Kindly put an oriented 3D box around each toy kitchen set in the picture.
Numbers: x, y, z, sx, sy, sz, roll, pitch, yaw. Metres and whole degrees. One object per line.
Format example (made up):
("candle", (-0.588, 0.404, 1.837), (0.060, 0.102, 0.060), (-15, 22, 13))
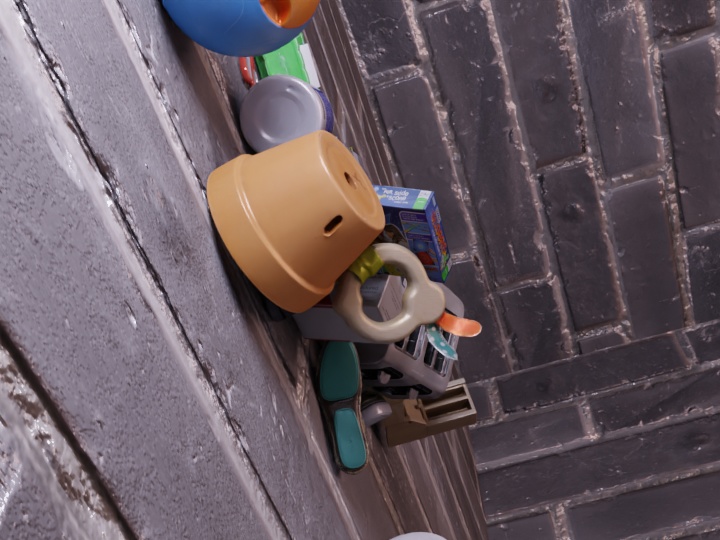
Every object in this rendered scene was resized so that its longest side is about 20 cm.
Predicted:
("toy kitchen set", (0.103, 0.185, 1.771), (0.201, 0.179, 0.164), (82, -8, -51))

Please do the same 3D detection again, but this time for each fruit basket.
("fruit basket", (-0.116, -0.331, 1.629), (0.200, 0.093, 0.187), (-74, 148, -81))

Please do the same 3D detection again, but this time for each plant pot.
("plant pot", (-0.065, -0.071, 1.138), (0.200, 0.140, 0.201), (49, 20, -25))

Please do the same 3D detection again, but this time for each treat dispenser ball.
("treat dispenser ball", (-0.139, -0.352, 1.125), (0.201, 0.199, 0.202), (-16, 90, -82))

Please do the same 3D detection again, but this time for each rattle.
("rattle", (0.040, 0.043, 1.264), (0.199, 0.143, 0.131), (20, 70, -28))

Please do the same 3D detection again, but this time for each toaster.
("toaster", (0.060, 0.090, 1.500), (0.181, 0.118, 0.201), (35, 64, -46))

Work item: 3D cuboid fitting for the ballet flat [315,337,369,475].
("ballet flat", (-0.029, 0.193, 1.392), (0.075, 0.067, 0.202), (140, -58, -75))

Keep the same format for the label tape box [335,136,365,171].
("label tape box", (-0.074, -0.125, 1.348), (0.200, 0.143, 0.064), (4, 73, -81))

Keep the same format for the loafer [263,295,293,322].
("loafer", (-0.093, -0.011, 1.290), (0.201, 0.063, 0.072), (-95, 165, -50))

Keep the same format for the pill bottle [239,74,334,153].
("pill bottle", (-0.101, -0.222, 1.427), (0.200, 0.119, 0.121), (-47, 122, -81))

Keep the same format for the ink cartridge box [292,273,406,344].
("ink cartridge box", (0.000, 0.000, 1.387), (0.084, 0.143, 0.201), (67, 34, -42))

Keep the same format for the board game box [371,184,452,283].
("board game box", (0.012, -0.053, 1.259), (0.035, 0.199, 0.136), (-61, 148, -34))

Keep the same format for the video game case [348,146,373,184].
("video game case", (0.027, -0.101, 1.591), (0.201, 0.025, 0.181), (59, 5, -14))

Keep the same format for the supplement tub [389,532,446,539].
("supplement tub", (0.091, 0.482, 1.334), (0.145, 0.144, 0.201), (-86, 159, -66))

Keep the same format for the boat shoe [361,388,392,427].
("boat shoe", (0.008, 0.223, 1.575), (0.062, 0.072, 0.200), (62, -4, 9))

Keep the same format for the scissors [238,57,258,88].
("scissors", (-0.178, -0.357, 1.522), (0.073, 0.014, 0.201), (62, 16, -54))

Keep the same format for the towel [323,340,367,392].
("towel", (0.013, 0.109, 1.561), (0.200, 0.034, 0.133), (-34, 115, -46))
